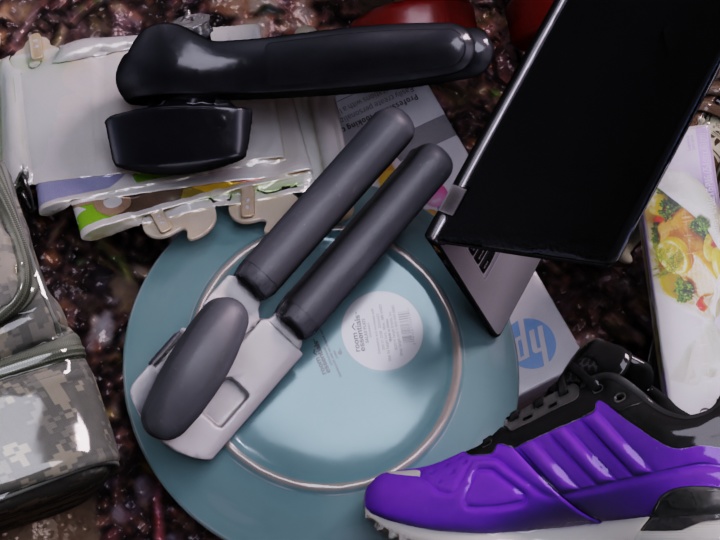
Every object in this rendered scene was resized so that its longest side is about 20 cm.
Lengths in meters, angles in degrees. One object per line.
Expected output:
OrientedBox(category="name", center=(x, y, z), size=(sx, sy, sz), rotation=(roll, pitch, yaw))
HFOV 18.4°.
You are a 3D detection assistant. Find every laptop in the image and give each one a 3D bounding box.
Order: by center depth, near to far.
OrientedBox(category="laptop", center=(0.126, -0.064, 1.020), size=(0.115, 0.200, 0.188), rotation=(24, 77, 25))

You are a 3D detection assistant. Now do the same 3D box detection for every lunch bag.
OrientedBox(category="lunch bag", center=(-0.228, 0.050, 1.039), size=(0.199, 0.139, 0.169), rotation=(-18, 82, -12))

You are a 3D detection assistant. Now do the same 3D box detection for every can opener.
OrientedBox(category="can opener", center=(-0.030, 0.006, 1.056), size=(0.053, 0.067, 0.200), rotation=(42, 80, -8))
OrientedBox(category="can opener", center=(-0.031, -0.097, 1.088), size=(0.199, 0.063, 0.079), rotation=(-8, 98, 17))

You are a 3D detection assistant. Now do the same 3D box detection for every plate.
OrientedBox(category="plate", center=(-0.018, 0.045, 1.097), size=(0.199, 0.026, 0.202), rotation=(2, 70, -5))

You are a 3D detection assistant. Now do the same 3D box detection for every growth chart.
OrientedBox(category="growth chart", center=(-0.103, -0.072, 1.135), size=(0.198, 0.018, 0.146), rotation=(-2, 55, 1))

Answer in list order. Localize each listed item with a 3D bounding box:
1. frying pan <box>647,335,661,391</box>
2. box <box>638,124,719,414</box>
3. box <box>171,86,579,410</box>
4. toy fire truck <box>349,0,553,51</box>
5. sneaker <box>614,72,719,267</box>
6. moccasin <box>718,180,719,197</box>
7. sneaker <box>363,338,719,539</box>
OrientedBox(category="frying pan", center=(0.169, 0.029, 1.095), size=(0.190, 0.031, 0.115), rotation=(42, 84, 8))
OrientedBox(category="box", center=(0.160, 0.032, 1.063), size=(0.038, 0.041, 0.202), rotation=(-7, 84, 5))
OrientedBox(category="box", center=(0.000, 0.000, 1.149), size=(0.155, 0.041, 0.201), rotation=(-25, 76, -14))
OrientedBox(category="toy fire truck", center=(0.065, -0.175, 1.096), size=(0.198, 0.168, 0.113), rotation=(-9, 84, -4))
OrientedBox(category="sneaker", center=(0.181, -0.080, 1.139), size=(0.070, 0.076, 0.200), rotation=(33, 103, -28))
OrientedBox(category="moccasin", center=(0.195, 0.040, 1.142), size=(0.077, 0.074, 0.203), rotation=(9, 70, -7))
OrientedBox(category="sneaker", center=(0.098, 0.082, 1.030), size=(0.199, 0.070, 0.100), rotation=(-2, 87, 20))
